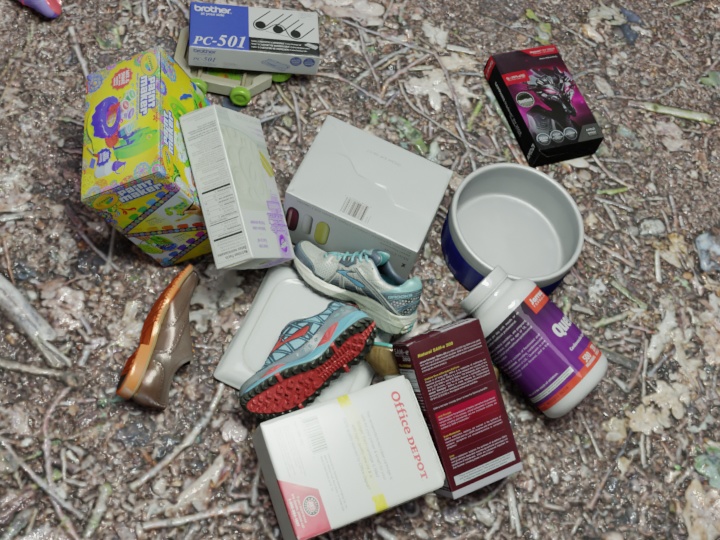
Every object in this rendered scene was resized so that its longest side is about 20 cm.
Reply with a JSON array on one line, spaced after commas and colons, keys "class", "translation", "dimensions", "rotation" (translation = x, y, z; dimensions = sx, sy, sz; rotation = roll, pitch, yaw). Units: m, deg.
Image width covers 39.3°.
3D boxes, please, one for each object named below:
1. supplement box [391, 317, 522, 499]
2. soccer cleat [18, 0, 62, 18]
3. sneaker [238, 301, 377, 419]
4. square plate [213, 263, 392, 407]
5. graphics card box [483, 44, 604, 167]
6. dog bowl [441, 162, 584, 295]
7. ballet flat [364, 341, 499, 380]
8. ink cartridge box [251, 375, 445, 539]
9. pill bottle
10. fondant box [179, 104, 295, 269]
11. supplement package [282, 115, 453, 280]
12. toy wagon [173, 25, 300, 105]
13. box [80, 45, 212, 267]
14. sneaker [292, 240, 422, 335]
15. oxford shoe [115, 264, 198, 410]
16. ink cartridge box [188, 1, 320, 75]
[{"class": "supplement box", "translation": [0.122, 0.173, 1.277], "dimensions": [0.107, 0.061, 0.203], "rotation": [-17, 93, -21]}, {"class": "soccer cleat", "translation": [-0.538, -0.455, 1.565], "dimensions": [0.076, 0.067, 0.201], "rotation": [-40, 78, 4]}, {"class": "sneaker", "translation": [-0.077, 0.112, 1.293], "dimensions": [0.199, 0.080, 0.095], "rotation": [-32, 40, -17]}, {"class": "square plate", "translation": [-0.068, 0.096, 1.350], "dimensions": [0.196, 0.029, 0.202], "rotation": [24, 59, 3]}, {"class": "graphics card box", "translation": [0.293, -0.269, 1.624], "dimensions": [0.124, 0.051, 0.202], "rotation": [-11, 64, -18]}, {"class": "dog bowl", "translation": [0.219, -0.052, 1.465], "dimensions": [0.197, 0.079, 0.203], "rotation": [5, 59, -9]}, {"class": "ballet flat", "translation": [0.092, 0.145, 1.332], "dimensions": [0.197, 0.068, 0.073], "rotation": [12, 71, -18]}, {"class": "ink cartridge box", "translation": [-0.016, 0.233, 1.236], "dimensions": [0.197, 0.084, 0.147], "rotation": [-15, 74, -19]}, {"class": "pill bottle", "translation": [0.227, 0.091, 1.346], "dimensions": [0.200, 0.113, 0.112], "rotation": [46, 61, 4]}, {"class": "fondant box", "translation": [-0.159, -0.105, 1.324], "dimensions": [0.057, 0.144, 0.203], "rotation": [-15, 86, 18]}, {"class": "supplement package", "translation": [0.006, -0.094, 1.427], "dimensions": [0.198, 0.111, 0.157], "rotation": [24, 58, 4]}, {"class": "toy wagon", "translation": [-0.187, -0.325, 1.566], "dimensions": [0.197, 0.040, 0.157], "rotation": [10, 59, -6]}, {"class": "box", "translation": [-0.262, -0.148, 1.338], "dimensions": [0.120, 0.193, 0.203], "rotation": [-16, 58, 17]}, {"class": "sneaker", "translation": [0.000, 0.000, 1.367], "dimensions": [0.198, 0.087, 0.078], "rotation": [29, 27, 14]}, {"class": "oxford shoe", "translation": [-0.246, 0.086, 1.306], "dimensions": [0.072, 0.071, 0.202], "rotation": [29, 61, -17]}, {"class": "ink cartridge box", "translation": [-0.163, -0.354, 1.537], "dimensions": [0.197, 0.044, 0.095], "rotation": [2, 58, -11]}]
